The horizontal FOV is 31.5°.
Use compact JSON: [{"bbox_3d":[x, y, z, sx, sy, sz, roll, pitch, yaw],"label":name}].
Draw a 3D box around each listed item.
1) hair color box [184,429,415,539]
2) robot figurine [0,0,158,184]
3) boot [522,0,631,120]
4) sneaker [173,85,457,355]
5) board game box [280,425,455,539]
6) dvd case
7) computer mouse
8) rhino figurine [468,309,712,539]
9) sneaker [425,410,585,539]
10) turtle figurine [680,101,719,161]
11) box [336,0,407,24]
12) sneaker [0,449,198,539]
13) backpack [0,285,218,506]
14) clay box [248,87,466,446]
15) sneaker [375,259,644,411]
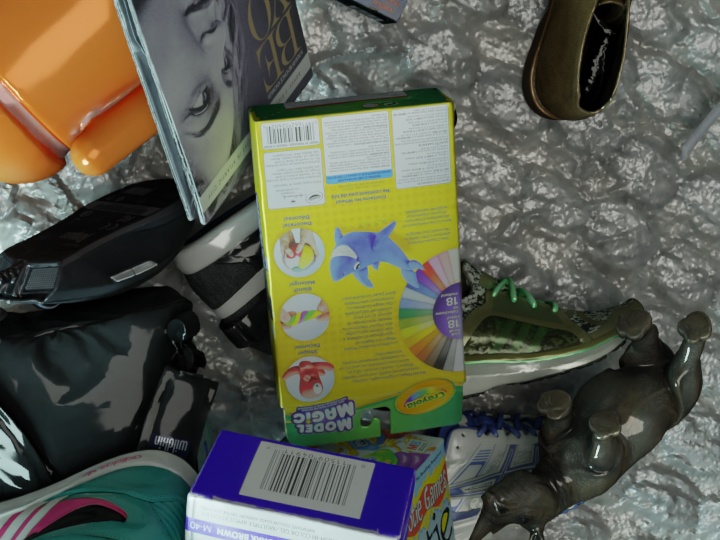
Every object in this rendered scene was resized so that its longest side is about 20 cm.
[{"bbox_3d":[-0.039,0.193,0.684,0.109,0.065,0.201,10,119,7],"label":"hair color box"},{"bbox_3d":[-0.170,-0.128,0.715,0.200,0.117,0.144,-41,106,-1],"label":"robot figurine"},{"bbox_3d":[0.157,-0.194,0.810,0.073,0.075,0.201,8,96,-13],"label":"boot"},{"bbox_3d":[-0.009,-0.023,0.805,0.199,0.073,0.112,-32,110,1],"label":"sneaker"},{"bbox_3d":[-0.003,0.209,0.789,0.103,0.105,0.201,4,114,30],"label":"board game box"},{"bbox_3d":[-0.080,-0.148,0.696,0.016,0.149,0.201,9,135,23],"label":"dvd case"},{"bbox_3d":[-0.190,0.002,0.747,0.200,0.140,0.046,-38,122,-45],"label":"computer mouse"},{"bbox_3d":[0.140,0.107,0.791,0.200,0.060,0.088,-41,146,-15],"label":"rhino figurine"},{"bbox_3d":[0.090,0.125,0.848,0.199,0.075,0.088,-28,105,-9],"label":"sneaker"},{"bbox_3d":[0.336,-0.157,0.827,0.199,0.144,0.195,1,95,-18],"label":"turtle figurine"},{"bbox_3d":[-0.040,-0.254,0.769,0.199,0.038,0.137,23,94,-17],"label":"box"},{"bbox_3d":[-0.175,0.174,0.649,0.199,0.121,0.084,-29,105,9],"label":"sneaker"},{"bbox_3d":[-0.152,0.118,0.761,0.166,0.127,0.201,-10,103,0],"label":"backpack"},{"bbox_3d":[0.000,0.000,0.750,0.114,0.048,0.201,-6,110,-8],"label":"clay box"},{"bbox_3d":[0.095,0.032,0.841,0.199,0.077,0.089,-12,86,-16],"label":"sneaker"}]
